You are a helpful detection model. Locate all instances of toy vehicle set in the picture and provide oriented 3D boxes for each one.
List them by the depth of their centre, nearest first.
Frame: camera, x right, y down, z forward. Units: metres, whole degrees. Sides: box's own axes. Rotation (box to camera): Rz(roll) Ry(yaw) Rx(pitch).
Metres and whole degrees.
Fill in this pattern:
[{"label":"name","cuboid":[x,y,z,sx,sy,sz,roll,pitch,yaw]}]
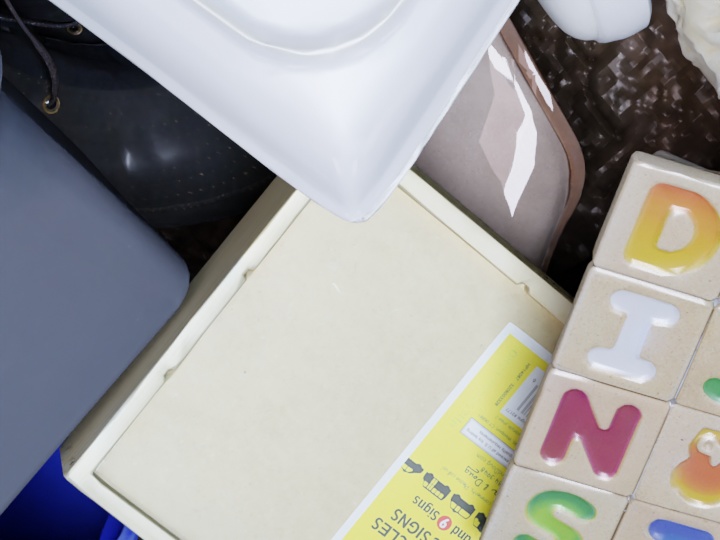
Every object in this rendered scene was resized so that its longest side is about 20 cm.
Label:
[{"label":"toy vehicle set","cuboid":[0.031,0.065,0.737,0.200,0.027,0.124,39,95,-16]}]

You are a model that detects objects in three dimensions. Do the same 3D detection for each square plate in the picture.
[{"label":"square plate","cuboid":[-0.023,-0.146,0.653,0.199,0.028,0.199,35,94,-5]}]

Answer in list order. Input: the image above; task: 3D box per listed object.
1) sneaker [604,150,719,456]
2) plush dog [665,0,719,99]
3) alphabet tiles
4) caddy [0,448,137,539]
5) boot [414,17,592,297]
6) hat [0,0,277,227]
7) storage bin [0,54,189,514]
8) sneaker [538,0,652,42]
[{"label":"sneaker","cuboid":[0.156,0.030,0.727,0.199,0.090,0.075,31,120,-13]},{"label":"plush dog","cuboid":[0.146,-0.085,0.667,0.201,0.160,0.172,54,144,4]},{"label":"alphabet tiles","cuboid":[0.128,0.047,0.682,0.165,0.006,0.201,17,124,-3]},{"label":"caddy","cuboid":[-0.154,0.079,0.836,0.200,0.141,0.106,38,133,47]},{"label":"boot","cuboid":[0.000,0.000,0.765,0.146,0.070,0.201,-31,98,1]},{"label":"hat","cuboid":[-0.079,-0.109,0.777,0.081,0.199,0.202,-138,51,-59]},{"label":"storage bin","cuboid":[-0.140,0.019,0.683,0.200,0.134,0.146,-50,50,4]},{"label":"sneaker","cuboid":[0.002,-0.136,0.708,0.084,0.073,0.201,-32,100,3]}]
